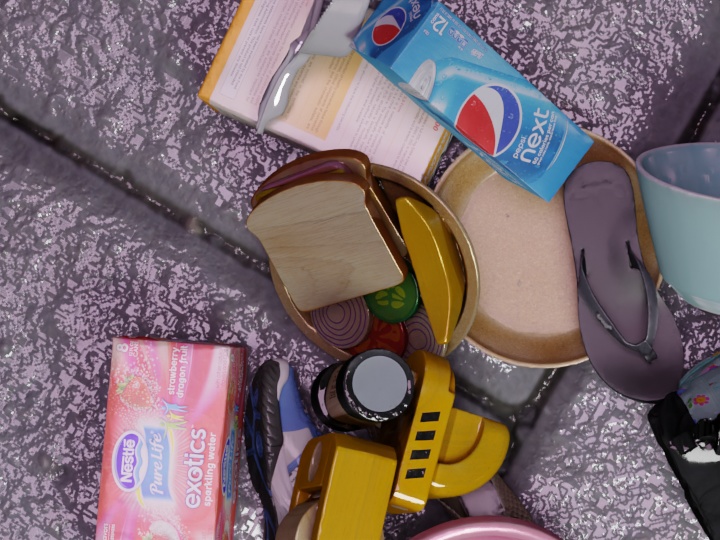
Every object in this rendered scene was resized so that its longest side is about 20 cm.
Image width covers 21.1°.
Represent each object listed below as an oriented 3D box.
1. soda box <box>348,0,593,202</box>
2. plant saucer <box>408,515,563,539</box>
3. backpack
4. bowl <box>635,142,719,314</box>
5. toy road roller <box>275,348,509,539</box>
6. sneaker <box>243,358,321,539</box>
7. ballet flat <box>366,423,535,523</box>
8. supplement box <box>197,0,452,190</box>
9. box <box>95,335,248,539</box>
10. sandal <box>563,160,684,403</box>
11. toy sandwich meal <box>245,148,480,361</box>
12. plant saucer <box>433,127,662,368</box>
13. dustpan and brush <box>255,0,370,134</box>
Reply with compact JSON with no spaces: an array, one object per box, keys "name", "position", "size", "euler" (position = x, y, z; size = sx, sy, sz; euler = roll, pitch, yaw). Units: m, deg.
[{"name":"soda box","position":[0.087,-0.136,1.490],"size":[0.200,0.068,0.064],"euler":[36,90,-37]},{"name":"plant saucer","position":[0.091,0.279,1.540],"size":[0.200,0.051,0.201],"euler":[-2,111,-6]},{"name":"backpack","position":[0.335,0.116,1.507],"size":[0.200,0.127,0.167],"euler":[-30,126,2]},{"name":"bowl","position":[0.309,-0.027,1.509],"size":[0.200,0.201,0.105],"euler":[6,107,5]},{"name":"toy road roller","position":[0.028,0.160,1.502],"size":[0.146,0.123,0.200],"euler":[18,78,-11]},{"name":"sneaker","position":[-0.046,0.169,1.586],"size":[0.077,0.076,0.200],"euler":[-10,87,-16]},{"name":"ballet flat","position":[0.075,0.166,1.579],"size":[0.067,0.046,0.200],"euler":[-40,84,1]},{"name":"supplement box","position":[-0.015,-0.153,1.589],"size":[0.200,0.074,0.126],"euler":[25,88,7]},{"name":"box","position":[-0.154,0.156,1.576],"size":[0.102,0.095,0.200],"euler":[5,88,6]},{"name":"sandal","position":[0.203,0.012,1.541],"size":[0.076,0.043,0.201],"euler":[-18,86,4]},{"name":"toy sandwich meal","position":[0.000,0.000,1.543],"size":[0.205,0.070,0.206],"euler":[10,117,20]},{"name":"plant saucer","position":[0.150,-0.020,1.587],"size":[0.200,0.035,0.201],"euler":[0,87,5]},{"name":"dustpan and brush","position":[-0.031,-0.192,1.513],"size":[0.057,0.140,0.200],"euler":[16,112,-6]}]
